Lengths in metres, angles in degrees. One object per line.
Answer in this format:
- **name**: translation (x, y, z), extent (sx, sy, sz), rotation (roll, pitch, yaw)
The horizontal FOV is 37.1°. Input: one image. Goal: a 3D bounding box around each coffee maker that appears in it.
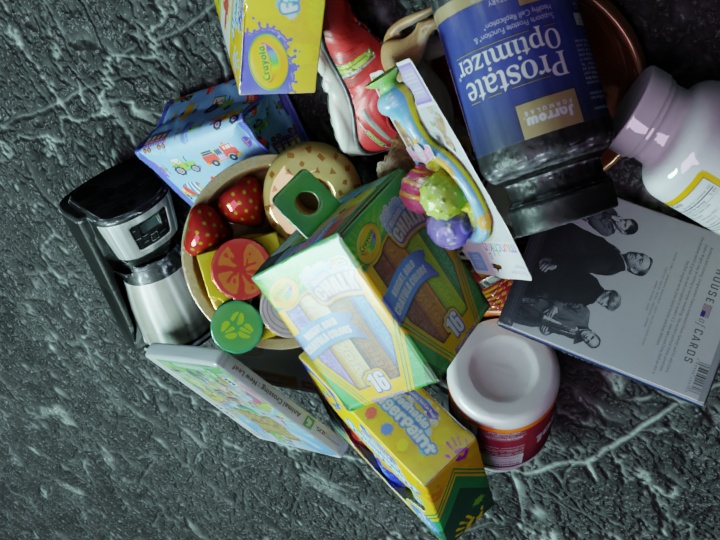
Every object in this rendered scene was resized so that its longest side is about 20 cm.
- **coffee maker**: translation (-0.269, -0.014, 1.262), extent (0.189, 0.135, 0.202), rotation (2, 126, 31)

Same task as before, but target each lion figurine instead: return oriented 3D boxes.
- **lion figurine**: translation (0.056, -0.153, 0.959), extent (0.121, 0.072, 0.203), rotation (9, 116, 41)

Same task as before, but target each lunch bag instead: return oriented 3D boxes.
- **lunch bag**: translation (-0.114, -0.095, 1.143), extent (0.149, 0.095, 0.201), rotation (-10, 129, 34)

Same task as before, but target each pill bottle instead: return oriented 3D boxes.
- **pill bottle**: translation (0.299, -0.083, 0.861), extent (0.198, 0.105, 0.105), rotation (30, 136, -3)
- **pill bottle**: translation (0.133, -0.135, 0.838), extent (0.111, 0.111, 0.203), rotation (-17, 91, 40)
- **pill bottle**: translation (0.147, 0.140, 1.118), extent (0.111, 0.114, 0.201), rotation (21, 157, 15)

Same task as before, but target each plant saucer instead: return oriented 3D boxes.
- **plant saucer**: translation (0.155, -0.168, 0.944), extent (0.198, 0.032, 0.203), rotation (17, 131, 21)

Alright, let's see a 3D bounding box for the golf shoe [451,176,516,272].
- **golf shoe**: translation (0.121, -0.041, 0.983), extent (0.076, 0.089, 0.200), rotation (27, 165, -16)

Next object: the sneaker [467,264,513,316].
- **sneaker**: translation (0.117, 0.020, 1.098), extent (0.198, 0.077, 0.074), rotation (10, 89, 43)

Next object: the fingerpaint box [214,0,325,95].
- **fingerpaint box**: translation (-0.076, -0.279, 0.899), extent (0.072, 0.168, 0.202), rotation (-4, 134, -15)

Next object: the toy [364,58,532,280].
- **toy**: translation (0.059, -0.072, 0.888), extent (0.202, 0.047, 0.115), rotation (63, 167, -11)

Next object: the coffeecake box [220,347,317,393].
- **coffeecake box**: translation (-0.081, 0.047, 1.199), extent (0.151, 0.074, 0.202), rotation (9, 140, 8)

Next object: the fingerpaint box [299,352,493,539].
- **fingerpaint box**: translation (0.038, 0.168, 1.116), extent (0.200, 0.073, 0.168), rotation (42, 164, 32)

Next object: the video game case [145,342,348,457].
- **video game case**: translation (-0.128, 0.140, 1.169), extent (0.182, 0.022, 0.199), rotation (40, 159, -25)

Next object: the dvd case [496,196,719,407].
- **dvd case**: translation (0.243, 0.016, 0.979), extent (0.197, 0.152, 0.025), rotation (22, 177, 14)

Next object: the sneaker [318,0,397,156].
- **sneaker**: translation (0.003, -0.202, 0.998), extent (0.083, 0.078, 0.202), rotation (-8, 127, 13)

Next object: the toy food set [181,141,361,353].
- **toy food set**: translation (-0.078, -0.015, 1.057), extent (0.197, 0.049, 0.201), rotation (-17, 100, -1)

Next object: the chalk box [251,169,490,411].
- **chalk box**: translation (0.000, 0.000, 0.956), extent (0.123, 0.125, 0.201), rotation (-22, 108, 42)
